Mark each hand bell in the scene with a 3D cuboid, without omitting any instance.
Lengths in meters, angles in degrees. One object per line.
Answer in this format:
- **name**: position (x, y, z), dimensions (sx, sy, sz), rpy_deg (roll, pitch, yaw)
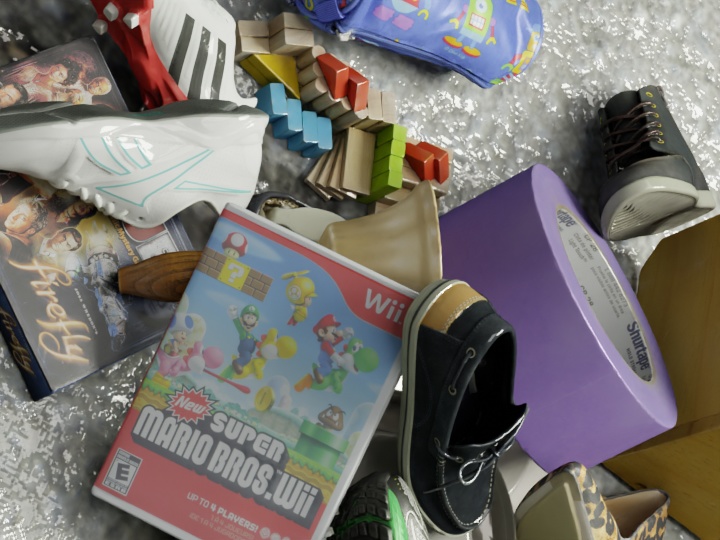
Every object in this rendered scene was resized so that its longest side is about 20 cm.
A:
- **hand bell**: position (-0.053, 0.000, 1.241), dimensions (0.200, 0.104, 0.104), rpy_deg (-3, 78, -3)

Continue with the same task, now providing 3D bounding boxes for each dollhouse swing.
- **dollhouse swing**: position (0.297, 0.076, 1.419), dimensions (0.182, 0.200, 0.176), rpy_deg (37, 57, -18)

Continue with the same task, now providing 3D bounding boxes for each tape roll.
- **tape roll**: position (0.131, 0.034, 1.332), dimensions (0.200, 0.085, 0.200), rpy_deg (54, 18, -27)

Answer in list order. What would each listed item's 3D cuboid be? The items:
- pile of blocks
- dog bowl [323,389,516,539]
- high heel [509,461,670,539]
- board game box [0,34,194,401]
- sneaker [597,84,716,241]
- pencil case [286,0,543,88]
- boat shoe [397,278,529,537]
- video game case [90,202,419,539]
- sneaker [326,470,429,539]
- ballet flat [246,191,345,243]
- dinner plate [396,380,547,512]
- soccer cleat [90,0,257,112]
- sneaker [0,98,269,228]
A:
- **pile of blocks**: position (-0.011, -0.103, 1.358), dimensions (0.200, 0.062, 0.082), rpy_deg (39, 61, -17)
- **dog bowl**: position (0.001, 0.177, 1.281), dimensions (0.200, 0.059, 0.200), rpy_deg (3, 82, -24)
- **high heel**: position (0.169, 0.156, 1.345), dimensions (0.071, 0.200, 0.143), rpy_deg (31, 58, 26)
- **board game box**: position (-0.189, -0.036, 1.249), dimensions (0.135, 0.035, 0.200), rpy_deg (-27, 92, -33)
- **sneaker**: position (0.199, -0.083, 1.442), dimensions (0.106, 0.075, 0.200), rpy_deg (66, 16, 8)
- **pencil case**: position (0.041, -0.185, 1.374), dimensions (0.200, 0.078, 0.087), rpy_deg (14, 82, -45)
- **boat shoe**: position (0.066, 0.095, 1.206), dimensions (0.075, 0.062, 0.200), rpy_deg (-37, 140, -35)
- **video game case**: position (-0.061, 0.078, 1.201), dimensions (0.143, 0.017, 0.200), rpy_deg (26, 94, 7)
- **sneaker**: position (0.040, 0.217, 1.231), dimensions (0.085, 0.078, 0.200), rpy_deg (-25, 104, -32)
- **ballet flat**: position (0.000, 0.000, 1.320), dimensions (0.200, 0.073, 0.073), rpy_deg (25, 66, -16)
- **dinner plate**: position (0.062, 0.105, 1.373), dimensions (0.200, 0.024, 0.200), rpy_deg (8, 74, -28)
- **soccer cleat**: position (-0.124, -0.165, 1.274), dimensions (0.085, 0.069, 0.200), rpy_deg (-43, 127, -34)
- **sneaker**: position (-0.153, -0.063, 1.217), dimensions (0.200, 0.070, 0.080), rpy_deg (-1, 106, -21)
